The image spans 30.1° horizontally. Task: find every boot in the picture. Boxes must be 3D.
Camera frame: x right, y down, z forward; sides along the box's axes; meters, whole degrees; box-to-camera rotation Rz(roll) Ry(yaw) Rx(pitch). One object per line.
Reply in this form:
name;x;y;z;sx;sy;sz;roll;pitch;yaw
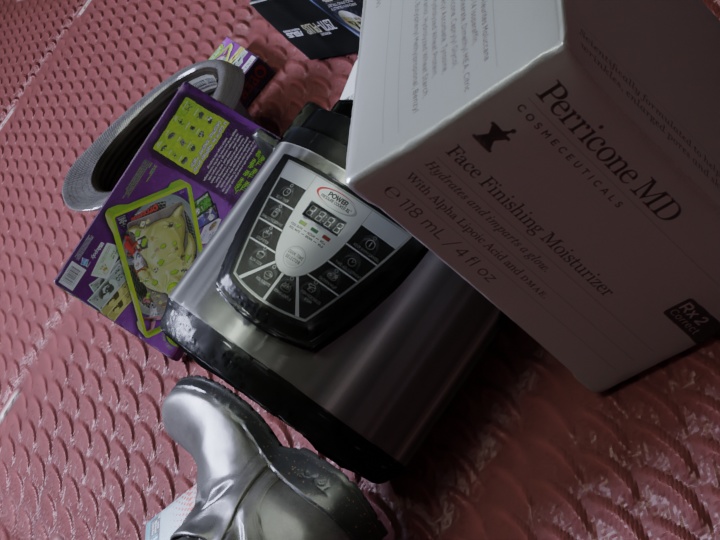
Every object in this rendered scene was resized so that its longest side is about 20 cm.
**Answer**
boot;-0.090;0.142;0.756;0.132;0.070;0.200;-44;35;-17

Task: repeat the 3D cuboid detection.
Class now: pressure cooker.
pressure cooker;0.000;0.000;0.789;0.200;0.176;0.179;-54;26;-6

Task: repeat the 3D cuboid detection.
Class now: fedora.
fedora;-0.169;-0.100;1.235;0.200;0.090;0.177;-44;30;-5

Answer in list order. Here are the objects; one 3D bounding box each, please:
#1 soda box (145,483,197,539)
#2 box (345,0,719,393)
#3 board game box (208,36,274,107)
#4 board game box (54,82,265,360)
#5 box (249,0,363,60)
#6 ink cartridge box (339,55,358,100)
soda box;-0.085;0.217;0.780;0.068;0.064;0.200;-39;30;22
box;0.110;-0.083;0.698;0.131;0.199;0.200;-32;34;31
board game box;-0.175;-0.144;1.362;0.200;0.032;0.120;-50;33;1
board game box;-0.148;-0.042;1.108;0.200;0.120;0.032;-57;-13;-6
box;0.016;-0.297;1.197;0.164;0.086;0.200;4;60;56
ink cartridge box;0.064;-0.136;0.946;0.145;0.083;0.200;-18;42;46
